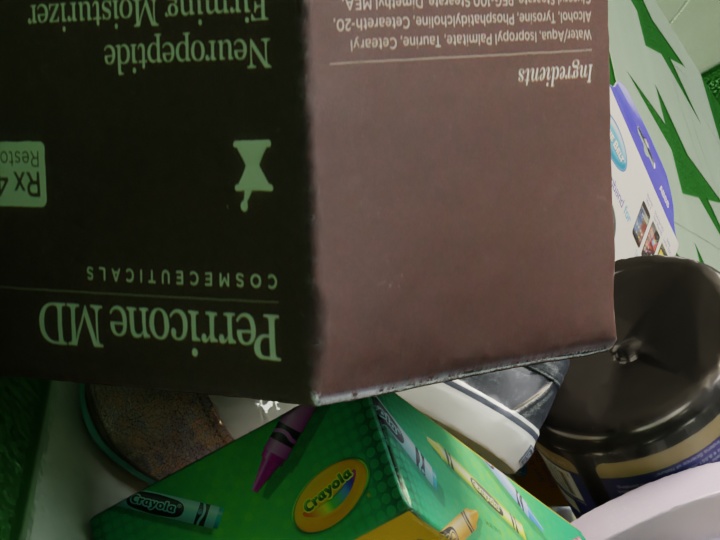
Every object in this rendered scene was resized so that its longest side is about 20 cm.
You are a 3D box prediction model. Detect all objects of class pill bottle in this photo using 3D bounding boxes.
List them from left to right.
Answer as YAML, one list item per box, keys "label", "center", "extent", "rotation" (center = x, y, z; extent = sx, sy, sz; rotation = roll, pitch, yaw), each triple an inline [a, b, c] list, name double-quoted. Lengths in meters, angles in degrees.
- label: "pill bottle"
  center: [0.153, 0.097, 1.088]
  extent: [0.112, 0.112, 0.200]
  rotation: [-100, 164, -49]

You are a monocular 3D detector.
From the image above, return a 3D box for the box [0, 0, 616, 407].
- label: "box"
  center: [-0.023, -0.067, 0.821]
  extent: [0.164, 0.166, 0.201]
  rotation: [-8, 97, -48]

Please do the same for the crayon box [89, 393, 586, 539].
- label: "crayon box"
  center: [0.005, 0.119, 0.888]
  extent: [0.200, 0.119, 0.058]
  rotation: [40, 26, -53]

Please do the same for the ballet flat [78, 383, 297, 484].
- label: "ballet flat"
  center: [-0.038, 0.058, 0.951]
  extent: [0.200, 0.067, 0.068]
  rotation: [29, 36, -62]

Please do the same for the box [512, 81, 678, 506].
- label: "box"
  center: [0.102, 0.001, 1.154]
  extent: [0.119, 0.041, 0.200]
  rotation: [61, 38, -36]

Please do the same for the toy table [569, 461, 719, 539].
- label: "toy table"
  center: [0.158, 0.168, 0.993]
  extent: [0.117, 0.200, 0.184]
  rotation: [57, -8, 51]

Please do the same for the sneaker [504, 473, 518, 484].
- label: "sneaker"
  center: [0.024, 0.082, 1.064]
  extent: [0.200, 0.074, 0.087]
  rotation: [56, -10, 10]

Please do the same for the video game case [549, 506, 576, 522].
- label: "video game case"
  center: [0.109, 0.072, 1.197]
  extent: [0.181, 0.023, 0.201]
  rotation: [28, 54, -22]

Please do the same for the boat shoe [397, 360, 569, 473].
- label: "boat shoe"
  center: [0.000, 0.000, 1.003]
  extent: [0.200, 0.091, 0.071]
  rotation: [30, -12, -7]
